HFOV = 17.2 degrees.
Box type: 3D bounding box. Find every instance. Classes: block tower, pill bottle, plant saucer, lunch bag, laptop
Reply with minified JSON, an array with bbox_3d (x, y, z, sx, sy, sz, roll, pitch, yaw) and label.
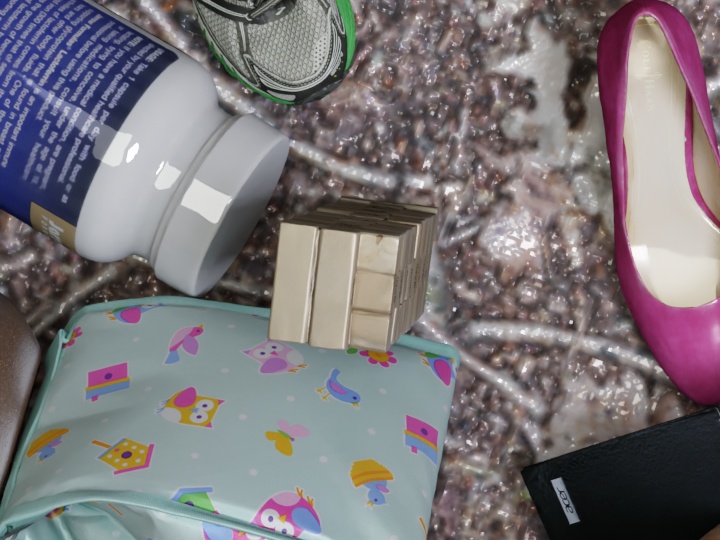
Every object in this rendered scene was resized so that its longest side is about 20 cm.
[{"bbox_3d":[0.000,0.000,1.130,0.054,0.200,0.058,8,97,7],"label":"block tower"},{"bbox_3d":[-0.143,-0.075,1.193,0.199,0.116,0.116,30,92,8],"label":"pill bottle"},{"bbox_3d":[-0.190,0.111,1.156,0.032,0.200,0.201,16,90,-5],"label":"plant saucer"},{"bbox_3d":[-0.066,0.100,1.130,0.199,0.171,0.122,14,129,-1],"label":"lunch bag"},{"bbox_3d":[0.215,0.134,1.176,0.199,0.103,0.178,-26,95,-19],"label":"laptop"}]

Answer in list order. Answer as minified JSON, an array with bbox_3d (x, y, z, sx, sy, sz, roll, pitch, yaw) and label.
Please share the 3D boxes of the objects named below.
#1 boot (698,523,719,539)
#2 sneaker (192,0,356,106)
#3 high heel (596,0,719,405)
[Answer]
[{"bbox_3d":[0.123,0.212,1.100,0.073,0.155,0.201,28,119,19],"label":"boot"},{"bbox_3d":[-0.070,-0.173,1.202,0.078,0.085,0.201,-30,85,6],"label":"sneaker"},{"bbox_3d":[0.155,-0.032,1.158,0.067,0.096,0.201,-5,89,7],"label":"high heel"}]
